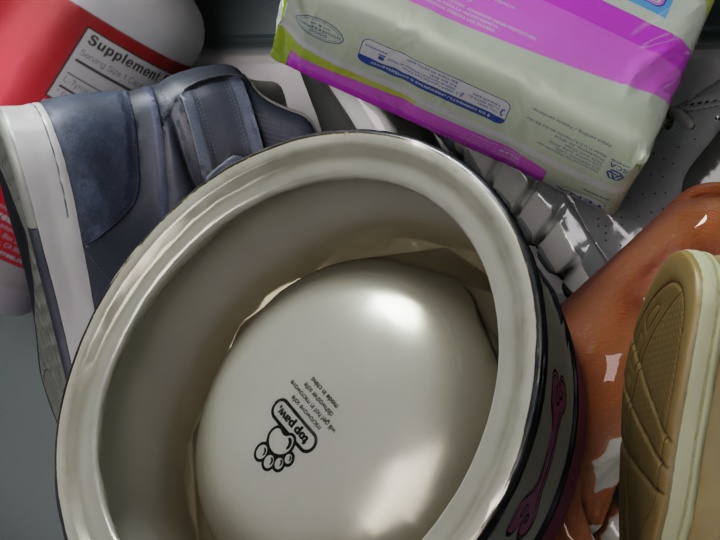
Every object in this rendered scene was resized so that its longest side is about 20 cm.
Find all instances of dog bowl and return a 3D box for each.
[{"bbox_3d":[-0.008,0.054,0.773,0.200,0.074,0.200,-14,61,27],"label":"dog bowl"}]

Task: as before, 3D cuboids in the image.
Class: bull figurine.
[{"bbox_3d":[0.089,0.059,0.804,0.200,0.065,0.121,-44,74,15],"label":"bull figurine"}]

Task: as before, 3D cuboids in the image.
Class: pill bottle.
[{"bbox_3d":[-0.141,-0.090,0.961,0.112,0.112,0.200,36,97,24],"label":"pill bottle"}]

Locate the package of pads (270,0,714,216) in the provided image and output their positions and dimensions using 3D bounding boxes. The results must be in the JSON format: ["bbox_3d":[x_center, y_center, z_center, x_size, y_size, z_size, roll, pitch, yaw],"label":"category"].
[{"bbox_3d":[0.067,-0.141,0.832,0.154,0.068,0.200,25,66,3],"label":"package of pads"}]

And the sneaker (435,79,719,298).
[{"bbox_3d":[0.101,-0.061,0.877,0.115,0.075,0.200,-39,79,9],"label":"sneaker"}]

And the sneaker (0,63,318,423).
[{"bbox_3d":[-0.069,0.009,0.933,0.077,0.146,0.203,-135,34,-55],"label":"sneaker"}]

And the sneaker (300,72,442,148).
[{"bbox_3d":[0.000,0.000,0.874,0.099,0.071,0.200,-26,101,16],"label":"sneaker"}]

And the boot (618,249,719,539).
[{"bbox_3d":[0.166,0.085,0.722,0.154,0.072,0.200,-2,112,-1],"label":"boot"}]
